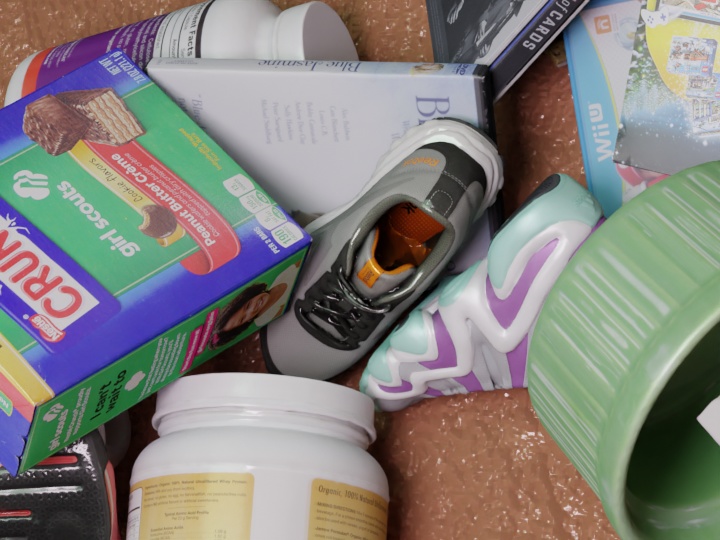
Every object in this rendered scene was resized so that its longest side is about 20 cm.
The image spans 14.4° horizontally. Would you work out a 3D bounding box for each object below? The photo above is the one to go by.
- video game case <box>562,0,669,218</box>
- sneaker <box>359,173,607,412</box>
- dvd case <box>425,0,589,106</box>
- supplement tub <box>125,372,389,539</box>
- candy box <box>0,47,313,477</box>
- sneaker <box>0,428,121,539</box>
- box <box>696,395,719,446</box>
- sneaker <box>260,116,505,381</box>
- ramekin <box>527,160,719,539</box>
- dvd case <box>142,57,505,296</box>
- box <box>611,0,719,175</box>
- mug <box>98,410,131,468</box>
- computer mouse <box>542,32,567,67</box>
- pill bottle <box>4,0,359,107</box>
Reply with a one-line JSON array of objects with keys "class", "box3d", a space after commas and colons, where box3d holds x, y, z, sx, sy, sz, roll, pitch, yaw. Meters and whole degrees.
[{"class": "video game case", "box3d": [0.211, -0.090, 1.525, 0.199, 0.018, 0.144, -9, 91, 27]}, {"class": "sneaker", "box3d": [0.095, 0.054, 1.543, 0.140, 0.078, 0.200, 45, 134, -1]}, {"class": "dvd case", "box3d": [0.104, -0.193, 1.566, 0.200, 0.025, 0.151, -47, 31, 32]}, {"class": "supplement tub", "box3d": [-0.058, 0.167, 1.547, 0.144, 0.145, 0.201, -5, 72, 28]}, {"class": "candy box", "box3d": [-0.157, -0.008, 1.525, 0.200, 0.077, 0.169, -33, 66, -33]}, {"class": "sneaker", "box3d": [-0.164, 0.156, 1.572, 0.073, 0.087, 0.201, 3, 116, 7]}, {"class": "box", "box3d": [0.227, 0.089, 1.379, 0.039, 0.200, 0.041, -46, 60, 14]}, {"class": "sneaker", "box3d": [0.000, 0.000, 1.558, 0.074, 0.079, 0.200, 35, 127, -5]}, {"class": "ramekin", "box3d": [0.179, 0.041, 1.428, 0.200, 0.200, 0.098, -50, 51, 7]}, {"class": "dvd case", "box3d": [-0.018, -0.051, 1.592, 0.199, 0.018, 0.143, 2, 120, 18]}, {"class": "box", "box3d": [0.239, -0.103, 1.479, 0.199, 0.038, 0.137, 14, 101, 25]}, {"class": "mug", "box3d": [-0.217, 0.060, 1.639, 0.148, 0.200, 0.176, -50, 38, 22]}, {"class": "computer mouse", "box3d": [0.160, -0.160, 1.585, 0.140, 0.046, 0.200, -46, 59, 8]}, {"class": "pill bottle", "box3d": [-0.103, -0.096, 1.673, 0.199, 0.112, 0.113, -13, 69, 24]}]
